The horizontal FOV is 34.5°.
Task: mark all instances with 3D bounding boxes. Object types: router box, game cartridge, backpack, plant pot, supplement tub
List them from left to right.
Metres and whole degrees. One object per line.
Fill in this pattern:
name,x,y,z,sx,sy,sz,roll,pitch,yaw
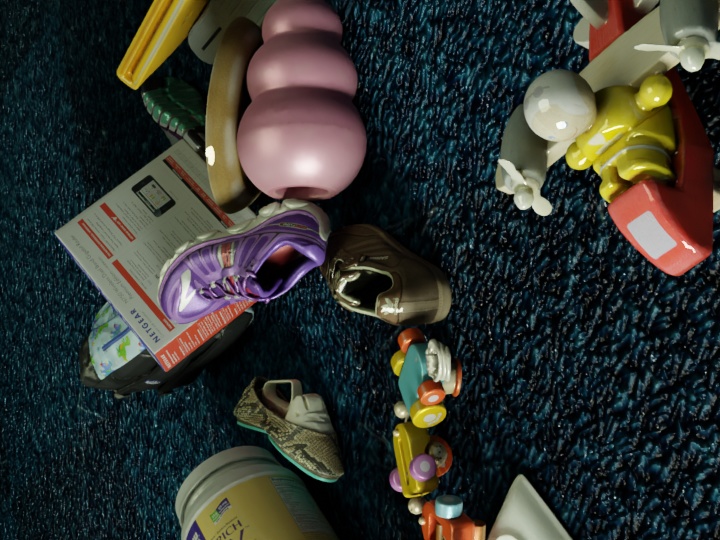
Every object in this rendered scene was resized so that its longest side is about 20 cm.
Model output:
router box,-0.201,-0.021,1.257,0.200,0.179,0.049,46,166,26
backpack,-0.214,0.057,1.347,0.200,0.163,0.154,-22,71,47
game cartridge,-0.172,-0.303,1.237,0.176,0.032,0.200,-43,13,51
plant pot,-0.114,-0.156,1.186,0.200,0.027,0.201,7,-90,-80
supplement tub,-0.097,0.291,1.188,0.200,0.145,0.146,49,132,43

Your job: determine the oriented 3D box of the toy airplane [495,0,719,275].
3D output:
toy airplane,0.162,-0.117,0.747,0.199,0.141,0.201,36,123,51

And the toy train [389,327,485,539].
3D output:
toy train,0.073,0.148,0.977,0.150,0.055,0.201,-160,68,-69

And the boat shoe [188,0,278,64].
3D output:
boat shoe,-0.122,-0.293,1.242,0.074,0.067,0.200,46,145,-17

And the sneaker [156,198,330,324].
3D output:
sneaker,-0.118,0.001,1.123,0.200,0.081,0.084,-29,38,23

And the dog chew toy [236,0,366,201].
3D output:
dog chew toy,-0.056,-0.171,1.113,0.124,0.124,0.201,-15,72,57

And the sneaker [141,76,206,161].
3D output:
sneaker,-0.217,-0.159,1.406,0.200,0.074,0.088,51,138,42

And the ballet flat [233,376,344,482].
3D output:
ballet flat,-0.074,0.154,1.222,0.200,0.068,0.076,22,95,57

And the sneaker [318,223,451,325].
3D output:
sneaker,0.000,0.000,1.073,0.200,0.075,0.071,21,111,55

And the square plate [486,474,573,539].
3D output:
square plate,0.138,0.303,0.929,0.200,0.028,0.199,53,135,41
